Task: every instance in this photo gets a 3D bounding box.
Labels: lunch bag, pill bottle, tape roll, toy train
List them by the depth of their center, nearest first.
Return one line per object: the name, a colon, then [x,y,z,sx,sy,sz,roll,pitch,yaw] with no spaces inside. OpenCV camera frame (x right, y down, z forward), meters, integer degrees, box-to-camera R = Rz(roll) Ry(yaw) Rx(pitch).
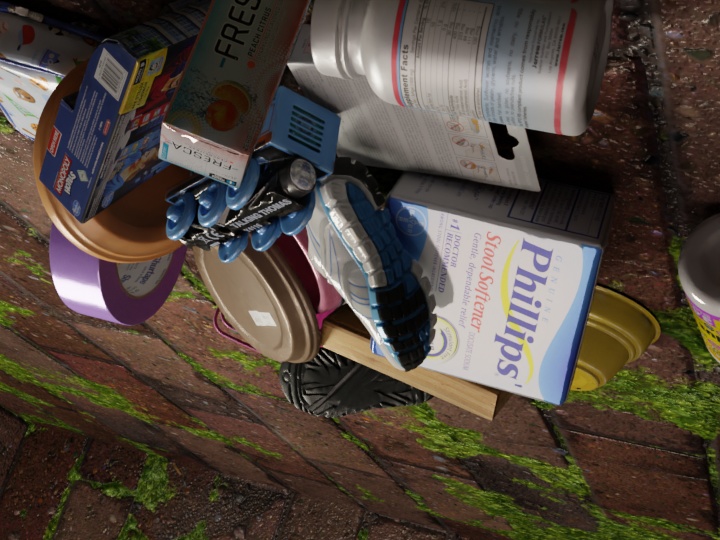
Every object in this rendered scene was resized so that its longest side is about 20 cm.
pill bottle: [0.071,-0.164,0.770,0.199,0.109,0.109,13,159,17]
toy train: [-0.101,-0.081,0.972,0.086,0.115,0.199,25,153,-31]
pill bottle: [0.365,0.033,1.015,0.104,0.105,0.200,6,156,31]
lunch bag: [-0.304,-0.187,1.090,0.159,0.076,0.200,19,160,7]
tape roll: [-0.268,-0.042,1.237,0.065,0.201,0.200,11,158,18]

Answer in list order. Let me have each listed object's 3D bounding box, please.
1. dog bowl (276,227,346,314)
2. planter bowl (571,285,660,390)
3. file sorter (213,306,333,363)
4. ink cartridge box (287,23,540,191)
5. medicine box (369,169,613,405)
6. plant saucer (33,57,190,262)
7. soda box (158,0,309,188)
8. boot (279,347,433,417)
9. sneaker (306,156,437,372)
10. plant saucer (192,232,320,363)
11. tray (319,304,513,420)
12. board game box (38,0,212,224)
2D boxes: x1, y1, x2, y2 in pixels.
dog bowl: [-0.063,-0.043,1.108,0.200,0.074,0.201,44,158,23]
planter bowl: [0.245,0.087,1.284,0.199,0.084,0.201,17,160,6]
file sorter: [-0.091,0.021,1.332,0.125,0.140,0.200,24,159,-10]
ink cartridge box: [0.053,-0.139,0.938,0.199,0.057,0.163,6,156,20]
medicine box: [0.123,0.006,1.041,0.199,0.103,0.183,14,123,13]
plant saucer: [-0.207,-0.105,1.023,0.037,0.201,0.200,11,160,47]
soda box: [-0.078,-0.165,0.766,0.063,0.201,0.068,21,160,-6]
boot: [0.030,0.113,1.245,0.199,0.077,0.168,-5,-177,27]
sneaker: [0.000,0.000,0.991,0.086,0.075,0.201,-20,94,46]
plant saucer: [-0.117,0.019,1.154,0.200,0.029,0.201,39,150,28]
tray: [0.068,0.078,1.124,0.199,0.099,0.037,21,123,23]
board game box: [-0.160,-0.158,0.928,0.062,0.200,0.200,44,137,9]
